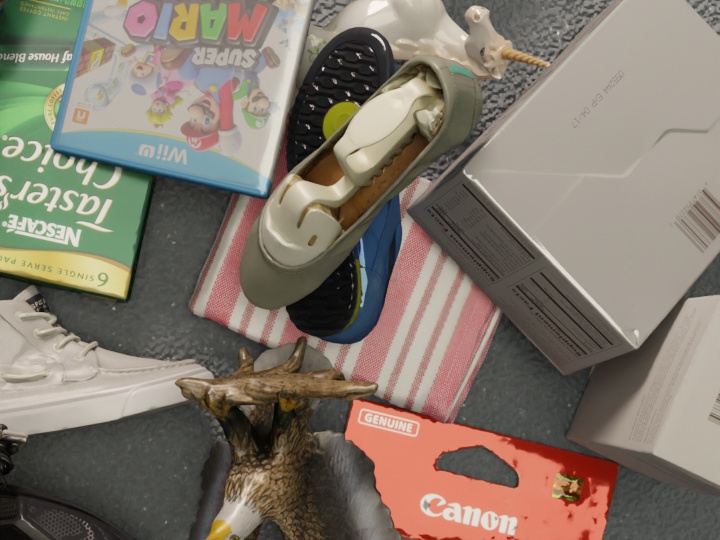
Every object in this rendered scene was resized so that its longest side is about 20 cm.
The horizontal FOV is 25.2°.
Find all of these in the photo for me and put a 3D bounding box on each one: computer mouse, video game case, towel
[{"bbox_3d":[-0.187,0.169,1.007,0.200,0.138,0.053,44,47,-15],"label":"computer mouse"},{"bbox_3d":[-0.104,-0.157,1.017,0.142,0.018,0.201,13,85,5],"label":"video game case"},{"bbox_3d":[0.000,0.000,1.080,0.199,0.030,0.147,24,85,-5],"label":"towel"}]

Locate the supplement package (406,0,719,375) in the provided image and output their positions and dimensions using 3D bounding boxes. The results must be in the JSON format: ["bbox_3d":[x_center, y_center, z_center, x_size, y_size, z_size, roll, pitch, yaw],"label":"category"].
[{"bbox_3d":[0.161,-0.061,1.043,0.156,0.111,0.200,46,70,-4],"label":"supplement package"}]

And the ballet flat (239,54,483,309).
[{"bbox_3d":[-0.013,-0.055,0.963,0.200,0.064,0.067,-43,68,15],"label":"ballet flat"}]

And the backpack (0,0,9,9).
[{"bbox_3d":[-0.295,-0.222,0.972,0.200,0.178,0.151,41,52,-5],"label":"backpack"}]

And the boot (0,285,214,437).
[{"bbox_3d":[-0.196,0.055,1.025,0.199,0.074,0.096,-9,84,-13],"label":"boot"}]

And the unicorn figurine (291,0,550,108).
[{"bbox_3d":[0.012,-0.167,1.059,0.199,0.074,0.138,-21,103,20],"label":"unicorn figurine"}]

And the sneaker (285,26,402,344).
[{"bbox_3d":[-0.005,-0.053,1.035,0.066,0.078,0.201,6,91,26],"label":"sneaker"}]

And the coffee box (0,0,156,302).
[{"bbox_3d":[-0.188,-0.087,1.047,0.122,0.044,0.201,14,85,-7],"label":"coffee box"}]

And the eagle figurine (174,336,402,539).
[{"bbox_3d":[-0.056,0.153,1.002,0.150,0.152,0.201,-19,114,-26],"label":"eagle figurine"}]

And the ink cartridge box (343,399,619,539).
[{"bbox_3d":[0.069,0.193,1.071,0.199,0.044,0.174,14,86,-7],"label":"ink cartridge box"}]

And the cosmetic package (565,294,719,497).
[{"bbox_3d":[0.208,0.080,1.016,0.085,0.200,0.108,25,86,-4],"label":"cosmetic package"}]
